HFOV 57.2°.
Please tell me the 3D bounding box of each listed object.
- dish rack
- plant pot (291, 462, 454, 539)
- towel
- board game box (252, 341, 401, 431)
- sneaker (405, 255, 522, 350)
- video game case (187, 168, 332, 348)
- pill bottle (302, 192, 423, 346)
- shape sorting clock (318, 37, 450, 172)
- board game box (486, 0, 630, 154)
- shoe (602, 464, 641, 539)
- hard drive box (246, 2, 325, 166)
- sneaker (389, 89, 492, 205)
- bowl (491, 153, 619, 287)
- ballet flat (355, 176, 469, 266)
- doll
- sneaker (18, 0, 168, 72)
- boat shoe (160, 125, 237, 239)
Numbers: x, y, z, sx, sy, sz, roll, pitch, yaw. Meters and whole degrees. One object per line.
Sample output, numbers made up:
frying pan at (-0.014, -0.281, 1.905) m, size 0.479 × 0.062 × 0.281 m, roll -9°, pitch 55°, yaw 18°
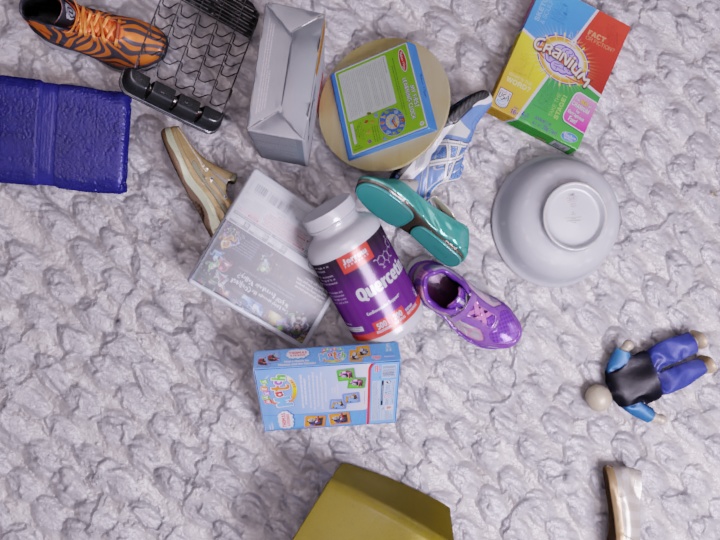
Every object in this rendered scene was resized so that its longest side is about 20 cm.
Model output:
dish rack at (-0.234, -0.316, 0.933) m, size 0.151 × 0.054 × 0.204 m, roll 22°, pitch 83°, yaw -27°
plant pot at (0.001, 0.382, 0.909) m, size 0.175 × 0.200 × 0.202 m, roll 33°, pitch 88°, yaw 9°
towel at (-0.429, -0.192, 0.948) m, size 0.195 × 0.050 × 0.151 m, roll 6°, pitch 97°, yaw -4°
board game box at (-0.045, 0.166, 0.927) m, size 0.195 × 0.037 × 0.153 m, roll -4°, pitch 135°, yaw -4°
sneaker at (0.152, 0.052, 0.959) m, size 0.198 × 0.088 × 0.081 m, roll 33°, pitch 87°, yaw -4°
video game case at (-0.117, -0.014, 0.948) m, size 0.198 × 0.023 × 0.184 m, roll 32°, pitch 87°, yaw -21°
pill bottle at (0.000, 0.000, 0.917) m, size 0.111 × 0.112 × 0.202 m, roll -31°, pitch 107°, yaw -3°
shape sorting clock at (0.033, -0.239, 0.953) m, size 0.196 × 0.039 × 0.205 m, roll -4°, pitch 78°, yaw 21°
board game box at (0.293, -0.301, 0.990) m, size 0.151 × 0.040 × 0.203 m, roll 24°, pitch 89°, yaw -3°
shoe at (0.398, 0.394, 0.982) m, size 0.052 × 0.070 × 0.205 m, roll -4°, pitch 88°, yaw 5°
hard drive box at (-0.096, -0.238, 0.888) m, size 0.075 × 0.200 × 0.159 m, roll 9°, pitch 90°, yaw -4°
sneaker at (0.126, -0.177, 0.970) m, size 0.077 × 0.076 × 0.201 m, roll 40°, pitch 98°, yaw -9°
bowl at (0.299, -0.076, 0.967) m, size 0.196 × 0.090 × 0.206 m, roll 0°, pitch 91°, yaw -4°
ballet flat at (0.077, -0.085, 0.928) m, size 0.199 × 0.067 × 0.071 m, roll 35°, pitch 58°, yaw -20°
doll at (0.433, 0.165, 0.995) m, size 0.196 × 0.048 × 0.139 m, roll -20°, pitch 90°, yaw -3°
sneaker at (-0.373, -0.334, 0.914) m, size 0.195 × 0.112 × 0.079 m, roll 7°, pitch 90°, yaw -4°
boat shoe at (-0.212, -0.122, 0.951) m, size 0.075 × 0.072 × 0.203 m, roll -29°, pitch 103°, yaw -7°
